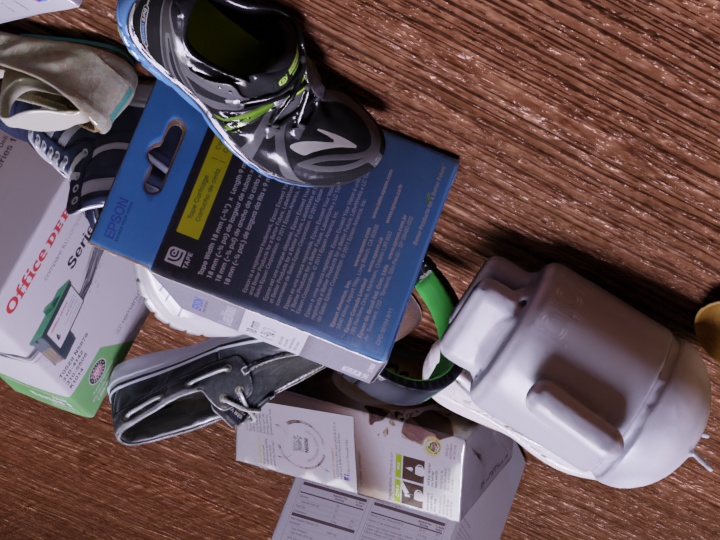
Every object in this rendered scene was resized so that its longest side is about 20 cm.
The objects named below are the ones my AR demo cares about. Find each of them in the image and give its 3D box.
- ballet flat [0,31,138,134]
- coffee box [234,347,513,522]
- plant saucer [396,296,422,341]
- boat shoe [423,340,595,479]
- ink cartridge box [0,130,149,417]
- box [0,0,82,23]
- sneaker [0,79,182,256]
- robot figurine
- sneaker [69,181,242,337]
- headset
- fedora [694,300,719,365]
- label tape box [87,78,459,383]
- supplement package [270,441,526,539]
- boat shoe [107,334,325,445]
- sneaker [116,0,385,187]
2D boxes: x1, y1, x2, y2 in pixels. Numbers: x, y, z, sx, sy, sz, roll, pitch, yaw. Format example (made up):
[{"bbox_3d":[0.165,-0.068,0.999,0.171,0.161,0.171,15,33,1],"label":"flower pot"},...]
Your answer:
[{"bbox_3d":[-0.240,-0.129,1.513,0.199,0.063,0.067,10,158,29],"label":"ballet flat"},{"bbox_3d":[0.011,0.118,1.824,0.199,0.113,0.080,13,118,21],"label":"coffee box"},{"bbox_3d":[-0.051,0.016,1.767,0.200,0.032,0.200,19,161,7],"label":"plant saucer"},{"bbox_3d":[0.142,0.102,1.708,0.199,0.071,0.069,20,165,4],"label":"boat shoe"},{"bbox_3d":[-0.241,0.003,1.741,0.084,0.146,0.200,19,163,25],"label":"ink cartridge box"},{"bbox_3d":[-0.276,-0.202,1.384,0.156,0.041,0.200,33,159,-33],"label":"box"},{"bbox_3d":[-0.190,-0.073,1.541,0.199,0.109,0.070,7,157,35],"label":"sneaker"},{"bbox_3d":[0.154,0.072,1.549,0.200,0.170,0.113,31,119,-3],"label":"robot figurine"},{"bbox_3d":[-0.126,-0.022,1.644,0.087,0.075,0.200,-5,138,37],"label":"sneaker"},{"bbox_3d":[0.000,0.000,1.560,0.200,0.124,0.094,42,132,-8],"label":"headset"},{"bbox_3d":[0.301,0.088,1.509,0.200,0.082,0.201,19,162,6],"label":"fedora"},{"bbox_3d":[-0.056,-0.035,1.453,0.199,0.145,0.063,22,163,-2],"label":"label tape box"},{"bbox_3d":[0.031,0.209,1.946,0.150,0.201,0.152,14,160,19],"label":"supplement package"},{"bbox_3d":[-0.100,0.090,1.758,0.199,0.071,0.072,-19,144,19],"label":"boat shoe"},{"bbox_3d":[-0.057,-0.110,1.359,0.199,0.071,0.083,38,161,-34],"label":"sneaker"}]
